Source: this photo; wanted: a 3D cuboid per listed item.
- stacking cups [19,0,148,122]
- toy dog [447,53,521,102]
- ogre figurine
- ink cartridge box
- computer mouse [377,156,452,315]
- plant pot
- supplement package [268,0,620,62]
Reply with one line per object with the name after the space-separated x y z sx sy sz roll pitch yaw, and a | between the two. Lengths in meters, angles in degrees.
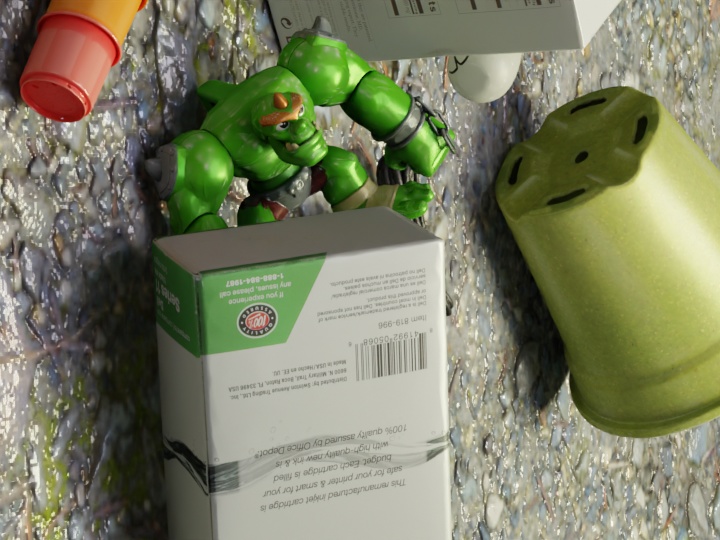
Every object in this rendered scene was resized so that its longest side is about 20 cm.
-0.126 -0.166 1.516 0.061 0.060 0.201 52 47 -48 | stacking cups
0.073 -0.191 1.833 0.096 0.132 0.200 34 13 -11 | toy dog
-0.044 -0.054 1.615 0.120 0.200 0.098 57 -4 -21 | ogre figurine
-0.031 0.078 1.560 0.146 0.083 0.201 -8 107 -21 | ink cartridge box
0.000 0.000 1.736 0.200 0.044 0.110 -31 116 -58 | computer mouse
0.191 -0.018 1.981 0.184 0.200 0.201 53 43 -30 | plant pot
0.051 -0.197 1.692 0.114 0.199 0.110 -51 132 -51 | supplement package
